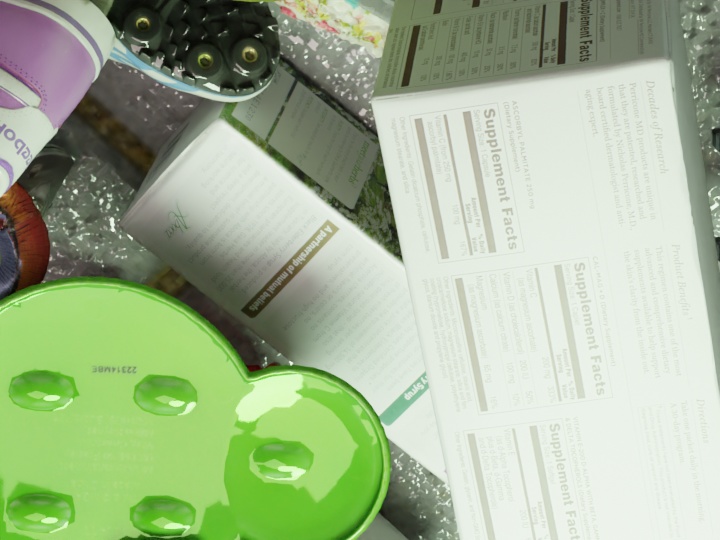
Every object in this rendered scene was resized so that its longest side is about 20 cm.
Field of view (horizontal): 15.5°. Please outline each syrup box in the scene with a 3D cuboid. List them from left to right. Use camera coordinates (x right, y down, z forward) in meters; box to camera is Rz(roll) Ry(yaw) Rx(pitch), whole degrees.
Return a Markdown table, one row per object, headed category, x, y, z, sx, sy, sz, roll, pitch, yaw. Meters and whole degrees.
| category | x | y | z | sx | sy | sz | roll | pitch | yaw |
| --- | --- | --- | --- | --- | --- | --- | --- | --- | --- |
| syrup box | 0.000 | 0.000 | 1.179 | 0.200 | 0.079 | 0.081 | 39 | 121 | -11 |

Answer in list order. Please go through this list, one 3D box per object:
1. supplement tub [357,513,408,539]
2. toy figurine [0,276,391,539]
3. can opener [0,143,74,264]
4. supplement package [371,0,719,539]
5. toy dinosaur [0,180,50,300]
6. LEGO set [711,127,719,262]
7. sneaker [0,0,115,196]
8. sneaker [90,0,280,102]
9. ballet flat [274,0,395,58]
| category | x | y | z | sx | sy | sz | roll | pitch | yaw |
| --- | --- | --- | --- | --- | --- | --- | --- | --- | --- |
| supplement tub | -0.058 | 0.202 | 1.246 | 0.145 | 0.145 | 0.200 | 38 | 98 | -10 |
| toy figurine | -0.085 | 0.066 | 1.182 | 0.199 | 0.184 | 0.151 | 1 | 98 | 1 |
| can opener | -0.200 | 0.004 | 1.256 | 0.067 | 0.053 | 0.200 | 49 | 125 | 21 |
| supplement package | 0.081 | -0.011 | 1.028 | 0.110 | 0.156 | 0.201 | -7 | 114 | 9 |
| toy dinosaur | -0.215 | 0.019 | 1.159 | 0.181 | 0.200 | 0.105 | -15 | 72 | 2 |
| LEGO set | 0.214 | -0.067 | 1.093 | 0.153 | 0.116 | 0.201 | -15 | 114 | -7 |
| sneaker | -0.209 | -0.076 | 1.105 | 0.200 | 0.115 | 0.073 | 9 | 150 | 36 |
| sneaker | -0.123 | -0.126 | 1.141 | 0.199 | 0.072 | 0.073 | 26 | 159 | 8 |
| ballet flat | 0.042 | -0.104 | 1.127 | 0.200 | 0.076 | 0.064 | 32 | 153 | -1 |
